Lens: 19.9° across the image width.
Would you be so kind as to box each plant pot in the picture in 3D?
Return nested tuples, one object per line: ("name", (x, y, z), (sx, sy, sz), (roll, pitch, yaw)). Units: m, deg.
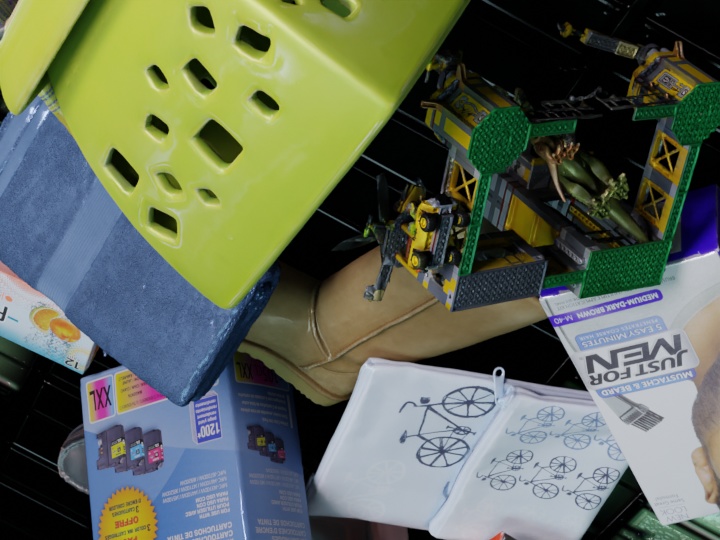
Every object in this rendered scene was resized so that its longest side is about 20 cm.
("plant pot", (-0.058, -0.136, 1.030), (0.181, 0.200, 0.199), (36, 138, -6))

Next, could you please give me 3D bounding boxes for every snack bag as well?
("snack bag", (0.072, 0.124, 1.330), (0.199, 0.021, 0.189), (10, 141, -11))

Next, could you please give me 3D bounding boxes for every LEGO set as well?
("LEGO set", (0.083, -0.062, 1.079), (0.116, 0.199, 0.155), (43, 140, 44))

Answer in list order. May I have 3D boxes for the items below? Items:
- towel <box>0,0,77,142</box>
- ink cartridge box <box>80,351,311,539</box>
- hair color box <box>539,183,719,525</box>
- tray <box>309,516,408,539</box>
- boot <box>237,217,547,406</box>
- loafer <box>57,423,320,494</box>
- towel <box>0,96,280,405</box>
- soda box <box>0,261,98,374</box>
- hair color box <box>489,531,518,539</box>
("towel", (-0.169, -0.139, 1.111), (0.023, 0.144, 0.200), (-29, 117, 25))
("ink cartridge box", (-0.106, 0.156, 1.343), (0.136, 0.201, 0.076), (-19, 162, 33))
("hair color box", (0.192, 0.054, 1.199), (0.109, 0.065, 0.200), (-16, 128, 22))
("tray", (-0.062, 0.177, 1.487), (0.199, 0.022, 0.108), (9, 136, 16))
("boot", (0.000, 0.000, 1.245), (0.175, 0.066, 0.200), (33, 140, -29))
("loafer", (-0.126, 0.143, 1.435), (0.199, 0.063, 0.072), (6, 106, 17))
("towel", (-0.144, -0.018, 1.226), (0.200, 0.048, 0.112), (40, 107, 17))
("soda box", (-0.251, -0.012, 1.342), (0.199, 0.064, 0.069), (26, 139, -2))
("hair color box", (0.094, 0.257, 1.441), (0.101, 0.061, 0.200), (29, 150, -6))
